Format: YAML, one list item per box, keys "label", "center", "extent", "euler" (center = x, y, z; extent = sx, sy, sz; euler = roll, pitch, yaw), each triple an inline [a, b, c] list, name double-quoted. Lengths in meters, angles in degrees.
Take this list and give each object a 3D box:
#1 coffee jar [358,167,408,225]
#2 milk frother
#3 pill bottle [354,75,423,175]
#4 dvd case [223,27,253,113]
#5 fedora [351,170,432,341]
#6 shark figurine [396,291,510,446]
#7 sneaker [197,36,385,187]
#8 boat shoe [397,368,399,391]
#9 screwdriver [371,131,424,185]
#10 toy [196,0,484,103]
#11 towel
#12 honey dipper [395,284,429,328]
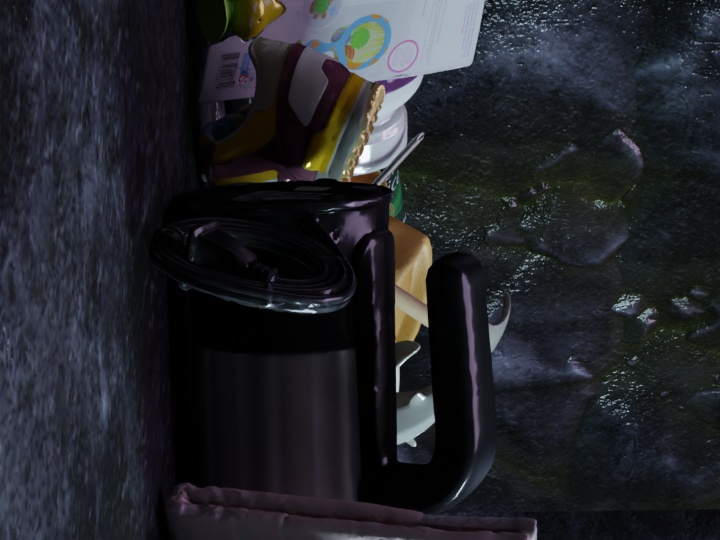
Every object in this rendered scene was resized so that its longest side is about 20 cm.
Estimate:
- label: "coffee jar"
  center: [-0.014, -0.081, 1.652]
  extent: [0.104, 0.085, 0.201]
  euler: [-37, 144, -26]
- label: "milk frother"
  center: [-0.045, 0.057, 1.019]
  extent: [0.199, 0.180, 0.190]
  euler: [-10, 102, -45]
- label: "pill bottle"
  center: [-0.014, -0.167, 1.286]
  extent: [0.113, 0.111, 0.201]
  euler: [-86, 174, -56]
- label: "dvd case"
  center: [-0.076, -0.194, 1.343]
  extent: [0.201, 0.017, 0.144]
  euler: [-88, 176, -59]
- label: "fedora"
  center: [0.002, 0.019, 1.560]
  extent: [0.201, 0.081, 0.202]
  euler: [-51, 149, -46]
- label: "shark figurine"
  center: [-0.001, 0.072, 1.190]
  extent: [0.214, 0.089, 0.129]
  euler: [-10, -113, 52]
- label: "sneaker"
  center: [-0.060, -0.045, 1.164]
  extent: [0.201, 0.090, 0.075]
  euler: [-63, 179, 29]
- label: "boat shoe"
  center: [-0.030, 0.019, 1.335]
  extent: [0.201, 0.072, 0.063]
  euler: [67, -8, -19]
- label: "screwdriver"
  center: [-0.019, -0.021, 1.285]
  extent: [0.200, 0.028, 0.029]
  euler: [-46, 159, -29]
- label: "toy"
  center: [-0.011, -0.169, 1.179]
  extent: [0.047, 0.199, 0.116]
  euler: [43, -46, 38]
- label: "towel"
  center: [-0.001, 0.196, 1.028]
  extent: [0.032, 0.189, 0.201]
  euler: [-73, 164, -52]
- label: "honey dipper"
  center: [0.000, 0.000, 1.253]
  extent: [0.038, 0.199, 0.038]
  euler: [-47, -157, 26]
